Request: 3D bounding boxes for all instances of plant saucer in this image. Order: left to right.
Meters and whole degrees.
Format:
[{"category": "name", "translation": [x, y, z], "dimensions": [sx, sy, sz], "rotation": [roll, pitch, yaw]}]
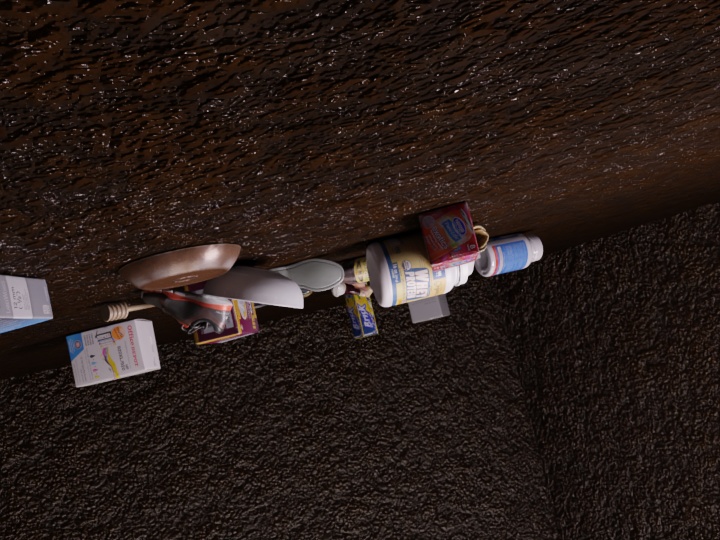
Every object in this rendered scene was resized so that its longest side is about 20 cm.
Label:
[{"category": "plant saucer", "translation": [-0.291, -0.001, 1.110], "dimensions": [0.199, 0.037, 0.200], "rotation": [-14, 174, -1]}]

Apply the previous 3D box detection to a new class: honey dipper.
[{"category": "honey dipper", "translation": [-0.471, 0.078, 1.481], "dimensions": [0.038, 0.038, 0.199], "rotation": [-17, 175, 37]}]

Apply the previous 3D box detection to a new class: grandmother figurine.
[{"category": "grandmother figurine", "translation": [-0.040, 0.059, 2.258], "dimensions": [0.120, 0.061, 0.200], "rotation": [5, 179, 27]}]

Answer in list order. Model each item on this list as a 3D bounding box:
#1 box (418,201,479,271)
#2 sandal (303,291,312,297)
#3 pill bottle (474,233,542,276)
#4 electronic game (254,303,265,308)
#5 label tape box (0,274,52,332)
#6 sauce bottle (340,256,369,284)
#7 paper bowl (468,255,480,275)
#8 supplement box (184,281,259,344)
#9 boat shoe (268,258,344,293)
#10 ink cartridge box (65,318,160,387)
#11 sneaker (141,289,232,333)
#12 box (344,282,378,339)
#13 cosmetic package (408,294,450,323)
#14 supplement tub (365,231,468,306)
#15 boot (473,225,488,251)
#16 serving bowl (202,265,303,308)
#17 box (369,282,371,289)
[{"category": "box", "translation": [0.173, -0.061, 1.324], "dimensions": [0.095, 0.101, 0.200], "rotation": [-14, 174, 6]}, {"category": "sandal", "translation": [-0.215, 0.041, 1.704], "dimensions": [0.198, 0.055, 0.080], "rotation": [4, 163, -21]}, {"category": "pill bottle", "translation": [0.454, -0.052, 2.069], "dimensions": [0.198, 0.113, 0.112], "rotation": [-11, 174, -21]}, {"category": "electronic game", "translation": [-0.306, 0.082, 1.915], "dimensions": [0.198, 0.042, 0.200], "rotation": [-14, 173, -2]}, {"category": "label tape box", "translation": [-0.528, 0.050, 0.889], "dimensions": [0.142, 0.067, 0.200], "rotation": [-14, 172, 5]}, {"category": "sauce bottle", "translation": [0.000, 0.000, 1.706], "dimensions": [0.198, 0.067, 0.066], "rotation": [-15, 175, -9]}, {"category": "paper bowl", "translation": [0.231, -0.023, 1.860], "dimensions": [0.199, 0.105, 0.201], "rotation": [-14, 176, -1]}, {"category": "supplement box", "translation": [-0.306, 0.090, 1.513], "dimensions": [0.102, 0.132, 0.200], "rotation": [-14, 176, 2]}, {"category": "boat shoe", "translation": [-0.131, 0.015, 1.525], "dimensions": [0.198, 0.076, 0.060], "rotation": [-2, 176, 8]}, {"category": "ink cartridge box", "translation": [-0.689, 0.230, 1.904], "dimensions": [0.198, 0.149, 0.145], "rotation": [-14, 175, -1]}, {"category": "sneaker", "translation": [-0.352, 0.082, 1.339], "dimensions": [0.198, 0.083, 0.077], "rotation": [9, 178, 20]}, {"category": "box", "translation": [-0.001, 0.137, 2.413], "dimensions": [0.070, 0.202, 0.064], "rotation": [-10, 174, -37]}, {"category": "cosmetic package", "translation": [0.338, 0.150, 3.428], "dimensions": [0.164, 0.202, 0.165], "rotation": [-15, 175, 21]}, {"category": "supplement tub", "translation": [0.123, -0.009, 1.491], "dimensions": [0.198, 0.146, 0.145], "rotation": [-13, 175, -9]}, {"category": "boot", "translation": [0.257, -0.065, 1.645], "dimensions": [0.199, 0.074, 0.155], "rotation": [-2, 171, -41]}, {"category": "serving bowl", "translation": [-0.206, 0.029, 1.334], "dimensions": [0.198, 0.066, 0.200], "rotation": [9, 178, 0]}, {"category": "box", "translation": [0.131, 0.015, 2.293], "dimensions": [0.198, 0.050, 0.082], "rotation": [-13, 175, -15]}]
